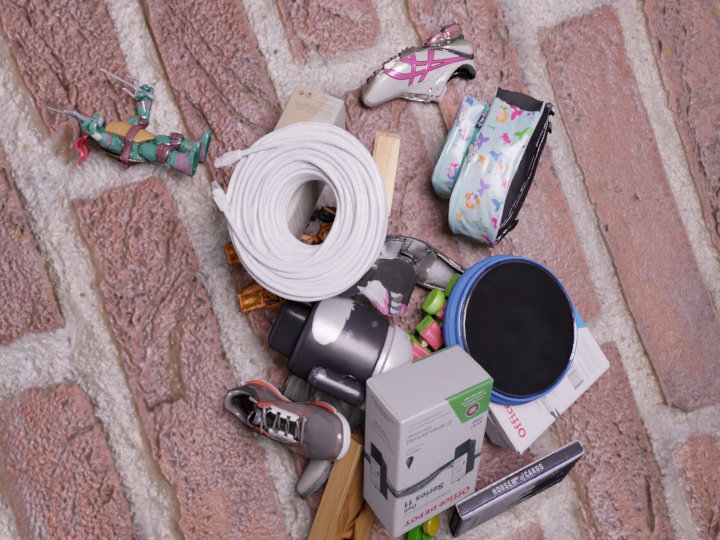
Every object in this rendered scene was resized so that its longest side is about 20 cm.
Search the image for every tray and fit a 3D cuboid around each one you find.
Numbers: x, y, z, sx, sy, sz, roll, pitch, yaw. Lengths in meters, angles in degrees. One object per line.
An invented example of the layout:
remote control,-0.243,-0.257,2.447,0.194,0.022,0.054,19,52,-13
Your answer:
tray,0.023,-0.110,0.803,0.036,0.200,0.102,8,86,0
tray,-0.015,0.331,0.814,0.097,0.036,0.206,17,94,-49

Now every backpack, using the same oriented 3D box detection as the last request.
backpack,0.185,-0.142,0.848,0.146,0.177,0.207,16,89,15

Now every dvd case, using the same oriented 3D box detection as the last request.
dvd case,0.221,0.320,0.846,0.195,0.152,0.025,-23,58,-10

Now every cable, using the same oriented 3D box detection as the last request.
cable,-0.062,-0.067,0.683,0.195,0.069,0.206,-21,85,12

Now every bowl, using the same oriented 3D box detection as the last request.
bowl,0.209,0.079,0.798,0.193,0.039,0.209,2,82,-15

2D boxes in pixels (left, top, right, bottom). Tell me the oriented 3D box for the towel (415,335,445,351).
towel,0.130,0.165,0.898,0.194,0.022,0.149,-18,89,-9

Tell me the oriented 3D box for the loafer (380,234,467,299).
loafer,0.114,-0.001,0.882,0.195,0.063,0.074,26,84,-7

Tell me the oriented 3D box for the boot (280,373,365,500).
boot,-0.067,0.211,0.851,0.129,0.068,0.203,34,77,1

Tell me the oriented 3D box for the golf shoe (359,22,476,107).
golf shoe,0.091,-0.294,0.890,0.196,0.073,0.094,-31,93,-9

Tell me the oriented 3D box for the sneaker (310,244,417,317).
sneaker,0.000,0.000,0.808,0.198,0.085,0.082,27,89,-46

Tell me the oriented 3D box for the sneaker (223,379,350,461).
sneaker,-0.106,0.207,0.783,0.195,0.081,0.080,12,90,30

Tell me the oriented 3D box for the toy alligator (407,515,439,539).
toy alligator,0.092,0.375,0.867,0.053,0.058,0.208,11,84,-48

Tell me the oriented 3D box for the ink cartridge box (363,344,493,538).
ink cartridge box,0.082,0.218,0.748,0.143,0.083,0.206,-17,125,-27

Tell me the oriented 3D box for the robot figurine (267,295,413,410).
robot figurine,-0.024,0.106,0.786,0.195,0.125,0.153,27,64,-4

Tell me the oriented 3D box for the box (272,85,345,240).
box,-0.090,-0.141,0.811,0.075,0.096,0.205,19,66,7

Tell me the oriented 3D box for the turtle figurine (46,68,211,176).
turtle figurine,-0.314,-0.194,0.811,0.194,0.102,0.153,18,44,-9

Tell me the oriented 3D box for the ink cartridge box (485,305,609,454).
ink cartridge box,0.246,0.141,0.865,0.198,0.084,0.147,-36,94,-17

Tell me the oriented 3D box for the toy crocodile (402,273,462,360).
toy crocodile,0.100,0.094,0.848,0.067,0.062,0.202,37,95,-10

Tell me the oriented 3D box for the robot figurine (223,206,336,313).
robot figurine,-0.092,-0.014,0.853,0.194,0.058,0.150,-17,92,-9
